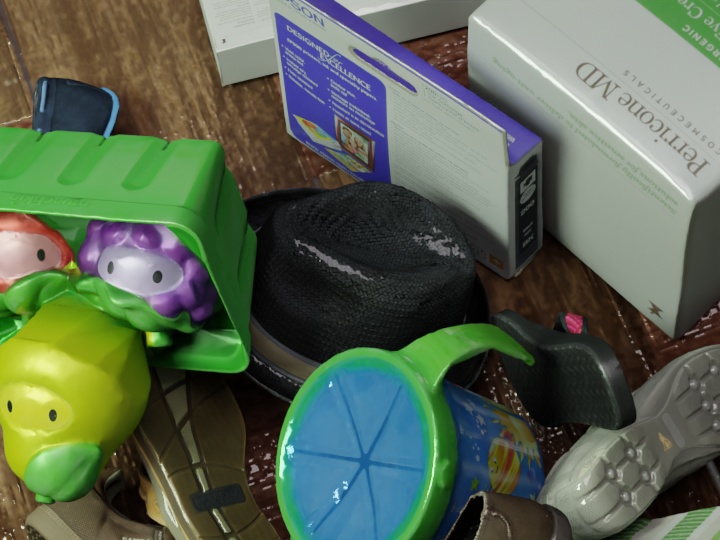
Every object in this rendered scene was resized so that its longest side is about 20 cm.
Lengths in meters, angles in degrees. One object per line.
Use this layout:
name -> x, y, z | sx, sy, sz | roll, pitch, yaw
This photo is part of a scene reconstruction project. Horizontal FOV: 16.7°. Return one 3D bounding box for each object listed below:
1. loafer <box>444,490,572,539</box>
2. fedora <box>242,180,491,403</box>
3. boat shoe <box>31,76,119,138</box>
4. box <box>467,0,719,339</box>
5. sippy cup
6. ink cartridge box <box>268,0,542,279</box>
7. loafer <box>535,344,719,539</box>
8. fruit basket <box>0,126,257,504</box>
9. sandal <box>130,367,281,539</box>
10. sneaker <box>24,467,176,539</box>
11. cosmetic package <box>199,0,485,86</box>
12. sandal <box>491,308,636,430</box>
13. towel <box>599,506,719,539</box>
loafer -> 0.034, 0.201, 1.418 | 0.071, 0.073, 0.200 | 37, 97, -22
fedora -> 0.000, 0.000, 1.562 | 0.199, 0.092, 0.201 | 11, 52, -14
boat shoe -> -0.223, -0.042, 1.643 | 0.068, 0.084, 0.201 | 22, 50, -7
box -> 0.193, -0.108, 1.581 | 0.171, 0.200, 0.199 | -42, 69, -15
sippy cup -> 0.040, 0.122, 1.495 | 0.177, 0.130, 0.140 | -27, 63, 38
ink cartridge box -> 0.030, -0.101, 1.586 | 0.198, 0.200, 0.043 | 35, 71, 19
loafer -> 0.178, 0.105, 1.529 | 0.200, 0.070, 0.070 | -31, 94, -41
fruit basket -> -0.172, 0.026, 1.471 | 0.214, 0.156, 0.216 | -9, 46, 10
sandal -> -0.102, 0.139, 1.520 | 0.080, 0.054, 0.201 | -4, 60, -39
sneaker -> -0.118, 0.197, 1.512 | 0.075, 0.071, 0.200 | -40, 69, -23
cosmetic package -> -0.012, -0.196, 1.723 | 0.199, 0.051, 0.083 | -14, 60, -5
sandal -> 0.134, 0.060, 1.520 | 0.045, 0.200, 0.075 | -25, 102, -15
towel -> 0.159, 0.181, 1.427 | 0.152, 0.199, 0.023 | -33, 103, -45
